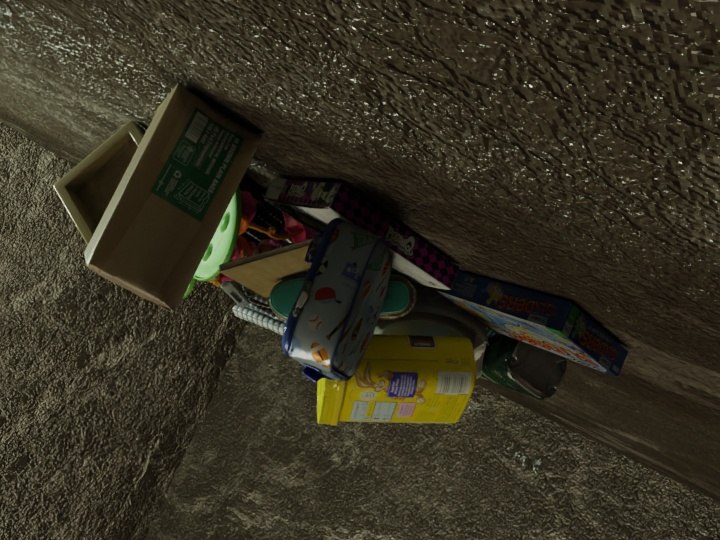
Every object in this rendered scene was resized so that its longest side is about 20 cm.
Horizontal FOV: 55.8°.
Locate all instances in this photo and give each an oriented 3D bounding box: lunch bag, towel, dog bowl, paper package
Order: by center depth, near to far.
[{"bbox_3d":[-0.210,-0.075,0.739,0.102,0.204,0.190,29,173,-23],"label":"paper package"},{"bbox_3d":[-0.024,0.042,0.740,0.074,0.164,0.200,21,170,12],"label":"lunch bag"},{"bbox_3d":[0.090,0.094,0.969,0.193,0.060,0.203,7,142,5],"label":"dog bowl"},{"bbox_3d":[-0.135,0.029,1.308,0.162,0.200,0.088,18,126,24],"label":"towel"}]

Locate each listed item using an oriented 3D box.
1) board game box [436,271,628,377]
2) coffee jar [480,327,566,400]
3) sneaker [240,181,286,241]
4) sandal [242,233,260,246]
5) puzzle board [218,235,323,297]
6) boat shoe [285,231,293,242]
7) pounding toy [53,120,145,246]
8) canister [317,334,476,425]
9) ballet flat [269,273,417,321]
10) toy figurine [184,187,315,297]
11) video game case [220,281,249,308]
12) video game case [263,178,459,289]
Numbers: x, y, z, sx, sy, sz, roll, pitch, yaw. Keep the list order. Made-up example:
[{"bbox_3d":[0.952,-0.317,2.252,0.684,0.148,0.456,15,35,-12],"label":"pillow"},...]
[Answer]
[{"bbox_3d":[0.200,0.058,0.813,0.134,0.035,0.198,33,172,-34],"label":"board game box"},{"bbox_3d":[0.213,0.126,1.033,0.103,0.087,0.199,35,170,-20],"label":"coffee jar"},{"bbox_3d":[-0.196,-0.108,1.003,0.089,0.071,0.199,29,174,47],"label":"sneaker"},{"bbox_3d":[-0.205,-0.088,1.124,0.200,0.075,0.044,43,144,34],"label":"sandal"},{"bbox_3d":[-0.081,-0.007,0.870,0.146,0.018,0.200,-16,168,5],"label":"puzzle board"},{"bbox_3d":[-0.072,-0.029,1.131,0.199,0.072,0.059,42,129,-10],"label":"boat shoe"},{"bbox_3d":[-0.316,-0.101,1.044,0.186,0.198,0.142,52,180,17],"label":"pounding toy"},{"bbox_3d":[0.043,0.145,0.905,0.193,0.089,0.150,3,142,-7],"label":"canister"},{"bbox_3d":[-0.021,0.039,0.883,0.193,0.073,0.065,1,179,14],"label":"ballet flat"},{"bbox_3d":[-0.145,-0.035,0.937,0.181,0.201,0.152,9,-141,-43],"label":"toy figurine"},{"bbox_3d":[-0.258,-0.042,1.177,0.203,0.022,0.182,60,174,12],"label":"video game case"},{"bbox_3d":[-0.001,-0.046,0.831,0.198,0.037,0.180,32,171,-31],"label":"video game case"}]
